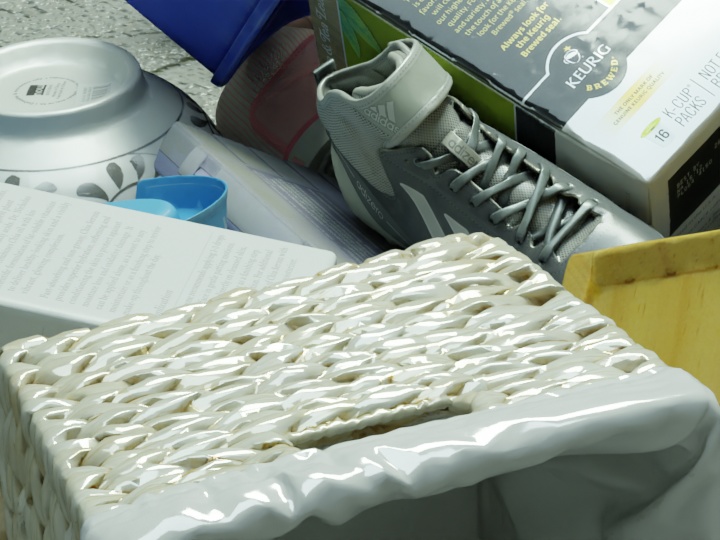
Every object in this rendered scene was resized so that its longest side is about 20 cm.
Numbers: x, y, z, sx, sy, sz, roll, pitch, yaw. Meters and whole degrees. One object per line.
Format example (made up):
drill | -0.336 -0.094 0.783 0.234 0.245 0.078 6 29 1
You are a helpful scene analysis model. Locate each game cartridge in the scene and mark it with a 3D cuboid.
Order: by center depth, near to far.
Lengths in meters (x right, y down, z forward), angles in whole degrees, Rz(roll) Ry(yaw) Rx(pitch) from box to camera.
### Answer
game cartridge | 0.000 0.000 1.152 0.129 0.039 0.200 14 16 -34

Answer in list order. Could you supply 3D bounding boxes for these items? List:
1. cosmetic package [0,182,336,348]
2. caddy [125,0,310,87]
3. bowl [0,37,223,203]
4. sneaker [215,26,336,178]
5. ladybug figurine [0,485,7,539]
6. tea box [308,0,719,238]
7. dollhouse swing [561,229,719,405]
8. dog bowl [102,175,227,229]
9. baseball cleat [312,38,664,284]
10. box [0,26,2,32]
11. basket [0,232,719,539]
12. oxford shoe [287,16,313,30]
cosmetic package | -0.117 0.023 1.002 0.199 0.072 0.102 12 25 5
caddy | -0.036 -0.166 1.242 0.105 0.200 0.142 35 67 -3
bowl | -0.143 -0.049 1.257 0.199 0.095 0.201 -3 29 2
sneaker | 0.014 -0.100 1.351 0.200 0.076 0.104 -28 42 -31
ladybug figurine | -0.188 0.094 1.017 0.135 0.072 0.200 -2 29 0
tea box | 0.114 -0.113 1.194 0.196 0.134 0.200 36 67 25
dollhouse swing | 0.177 0.071 0.945 0.181 0.177 0.199 3 -8 -37
dog bowl | -0.144 0.005 1.125 0.199 0.050 0.111 -6 17 24
baseball cleat | 0.048 -0.032 1.087 0.199 0.107 0.070 25 64 41
box | -0.287 -0.070 1.236 0.163 0.086 0.200 -30 12 33
basket | -0.004 0.112 0.834 0.197 0.201 0.161 -13 28 -19
oxford shoe | 0.028 -0.152 1.445 0.199 0.073 0.071 -9 35 -12
